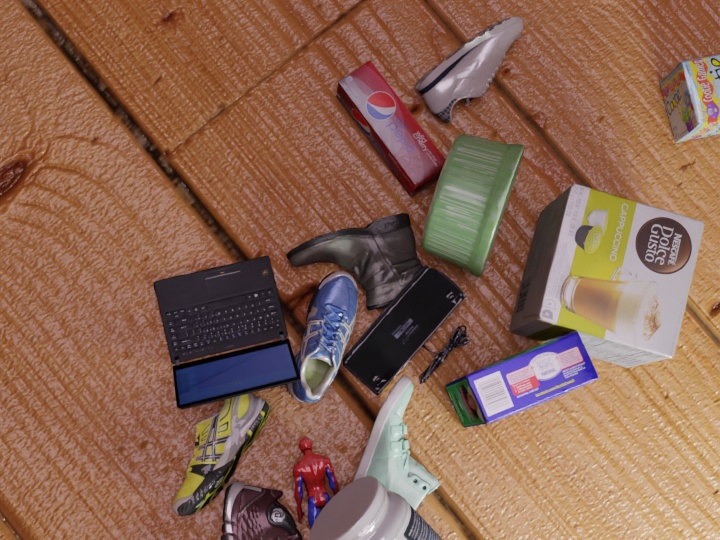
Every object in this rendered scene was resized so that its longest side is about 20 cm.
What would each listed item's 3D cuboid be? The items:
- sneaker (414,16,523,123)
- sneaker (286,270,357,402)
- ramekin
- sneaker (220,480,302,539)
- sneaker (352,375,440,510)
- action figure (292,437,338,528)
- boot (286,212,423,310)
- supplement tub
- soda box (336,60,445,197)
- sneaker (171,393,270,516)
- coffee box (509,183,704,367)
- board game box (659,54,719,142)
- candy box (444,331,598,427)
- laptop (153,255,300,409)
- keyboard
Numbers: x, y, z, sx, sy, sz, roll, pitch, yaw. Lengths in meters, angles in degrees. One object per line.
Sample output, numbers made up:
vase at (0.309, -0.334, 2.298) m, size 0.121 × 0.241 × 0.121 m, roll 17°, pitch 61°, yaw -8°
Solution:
sneaker at (0.178, -0.313, 1.745) m, size 0.200 × 0.076 × 0.081 m, roll -39°, pitch 97°, yaw -5°
sneaker at (-0.046, 0.099, 1.629) m, size 0.076 × 0.077 × 0.200 m, roll 15°, pitch 92°, yaw -15°
ramekin at (0.160, -0.099, 1.641) m, size 0.098 × 0.200 × 0.200 m, roll 19°, pitch 79°, yaw 7°
sneaker at (-0.140, 0.399, 1.592) m, size 0.115 × 0.076 × 0.200 m, roll 5°, pitch 79°, yaw -7°
sneaker at (0.068, 0.258, 1.629) m, size 0.118 × 0.074 × 0.201 m, roll 19°, pitch 89°, yaw 6°
action figure at (-0.058, 0.337, 1.621) m, size 0.065 × 0.052 × 0.200 m, roll -11°, pitch 82°, yaw -10°
boot at (0.000, 0.000, 1.677) m, size 0.200 × 0.068 × 0.131 m, roll -15°, pitch 88°, yaw -5°
supplement tub at (0.041, 0.393, 1.548) m, size 0.140 × 0.140 × 0.200 m, roll -44°, pitch 105°, yaw -10°
soda box at (0.046, -0.213, 1.711) m, size 0.063 × 0.070 × 0.200 m, roll -36°, pitch 85°, yaw -10°
sneaker at (-0.210, 0.258, 1.617) m, size 0.076 × 0.075 × 0.200 m, roll 32°, pitch 69°, yaw 9°
coffee box at (0.349, 0.014, 1.629) m, size 0.198 × 0.200 × 0.200 m, roll 17°, pitch 80°, yaw -2°
board game box at (0.582, -0.275, 1.745) m, size 0.200 × 0.105 × 0.103 m, roll -12°, pitch 82°, yaw -6°
candy box at (0.221, 0.157, 1.595) m, size 0.169 × 0.200 × 0.077 m, roll -21°, pitch 81°, yaw -8°
laptop at (-0.194, 0.085, 1.626) m, size 0.177 × 0.103 × 0.200 m, roll -13°, pitch 82°, yaw -7°
keyboard at (0.080, 0.101, 1.672) m, size 0.127 × 0.021 × 0.200 m, roll 42°, pitch 90°, yaw -7°
